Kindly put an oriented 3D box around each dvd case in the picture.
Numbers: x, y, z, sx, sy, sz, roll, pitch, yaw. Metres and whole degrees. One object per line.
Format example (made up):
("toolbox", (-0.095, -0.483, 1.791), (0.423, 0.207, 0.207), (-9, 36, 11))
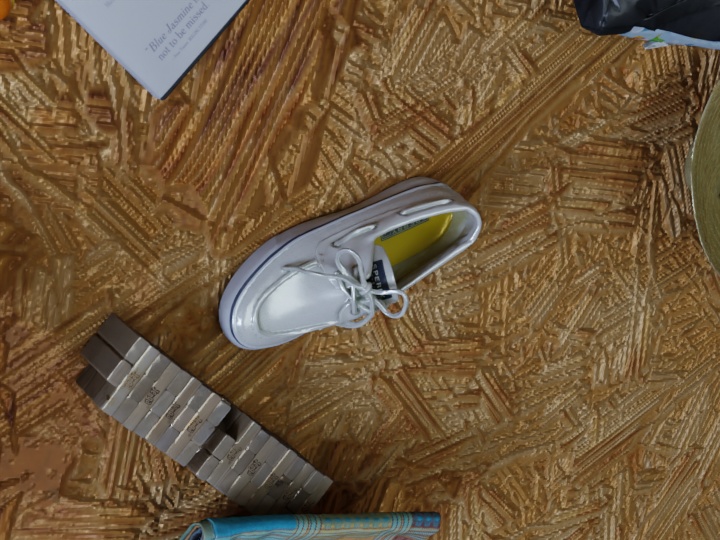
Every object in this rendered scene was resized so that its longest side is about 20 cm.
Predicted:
("dvd case", (-0.141, -0.220, 0.846), (0.143, 0.018, 0.200), (-50, 125, -6))

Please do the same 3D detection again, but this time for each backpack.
("backpack", (0.259, -0.238, 1.027), (0.198, 0.154, 0.164), (7, 103, -11))

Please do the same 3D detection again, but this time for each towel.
("towel", (-0.056, 0.215, 1.013), (0.199, 0.022, 0.147), (5, 142, -34))

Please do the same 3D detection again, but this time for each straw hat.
("straw hat", (0.312, -0.078, 1.143), (0.200, 0.085, 0.203), (-3, 97, -30))

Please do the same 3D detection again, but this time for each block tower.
("block tower", (-0.108, 0.110, 0.968), (0.054, 0.058, 0.200), (-51, 124, -5))

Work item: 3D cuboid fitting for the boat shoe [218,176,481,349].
("boat shoe", (0.002, 0.004, 0.977), (0.201, 0.086, 0.075), (-26, 120, -22))

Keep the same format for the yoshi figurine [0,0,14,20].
("yoshi figurine", (-0.295, -0.127, 0.755), (0.200, 0.112, 0.112), (-40, 166, -30))
